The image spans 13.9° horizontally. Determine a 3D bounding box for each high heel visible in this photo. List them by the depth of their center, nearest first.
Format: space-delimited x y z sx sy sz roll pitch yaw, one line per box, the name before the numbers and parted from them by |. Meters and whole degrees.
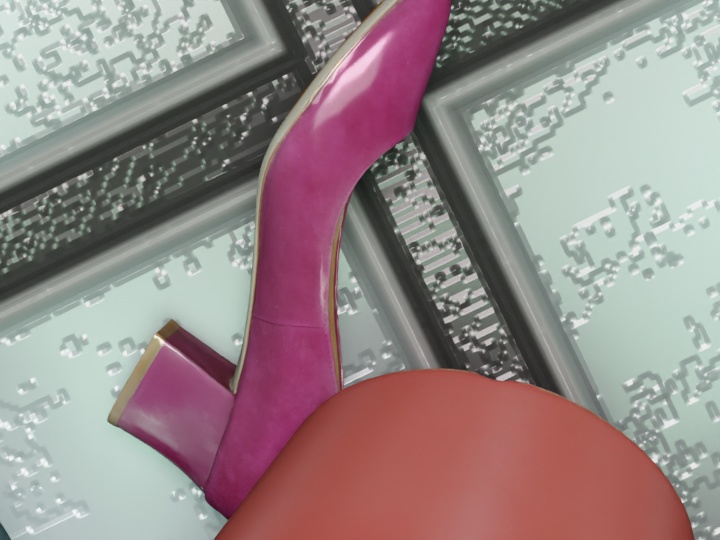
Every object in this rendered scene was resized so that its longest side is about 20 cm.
high heel | 0.000 0.000 1.001 0.096 0.067 0.200 33 101 2

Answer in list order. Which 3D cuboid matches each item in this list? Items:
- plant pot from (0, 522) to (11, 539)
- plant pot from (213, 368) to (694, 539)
plant pot | -0.196 0.128 0.985 0.199 0.135 0.201 0 99 -1
plant pot | 0.019 0.140 0.917 0.200 0.178 0.201 11 135 12
